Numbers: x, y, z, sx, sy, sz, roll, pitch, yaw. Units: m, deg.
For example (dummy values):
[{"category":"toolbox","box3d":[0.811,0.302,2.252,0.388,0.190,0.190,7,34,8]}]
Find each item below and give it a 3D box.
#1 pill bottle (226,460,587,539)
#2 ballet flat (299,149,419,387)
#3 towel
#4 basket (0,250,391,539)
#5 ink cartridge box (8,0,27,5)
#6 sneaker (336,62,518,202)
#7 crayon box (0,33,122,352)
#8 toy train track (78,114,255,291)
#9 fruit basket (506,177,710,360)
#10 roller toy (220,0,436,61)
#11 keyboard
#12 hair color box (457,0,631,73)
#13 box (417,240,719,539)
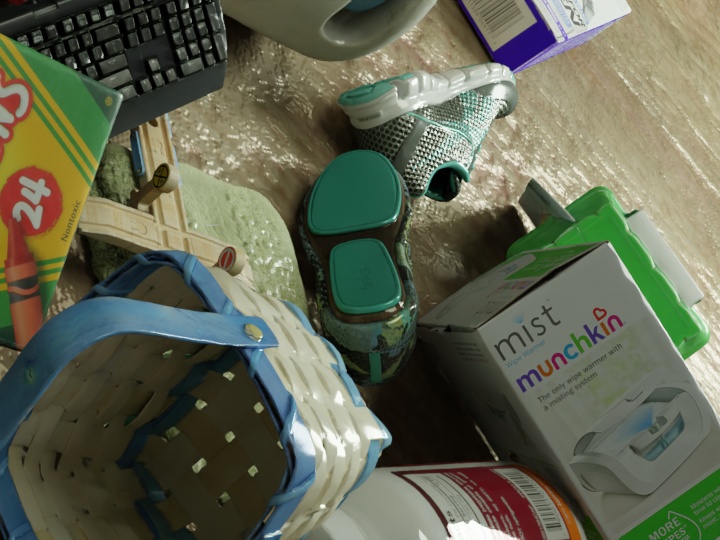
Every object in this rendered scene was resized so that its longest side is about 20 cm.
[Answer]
[{"category":"pill bottle","box3d":[0.023,0.156,0.792,0.200,0.113,0.113,6,59,-52]},{"category":"ballet flat","box3d":[0.000,0.000,0.934,0.074,0.074,0.200,44,23,-23]},{"category":"towel","box3d":[-0.074,0.031,0.831,0.148,0.036,0.201,10,56,-50]},{"category":"basket","box3d":[-0.099,0.081,0.637,0.139,0.176,0.200,52,21,19]},{"category":"ink cartridge box","box3d":[-0.149,-0.241,0.788,0.145,0.200,0.084,34,33,-35]},{"category":"sneaker","box3d":[0.055,-0.094,1.099,0.200,0.077,0.092,-19,95,-54]},{"category":"crayon box","box3d":[-0.207,-0.054,0.647,0.200,0.051,0.127,24,82,-42]},{"category":"toy train track","box3d":[-0.098,-0.055,0.811,0.115,0.033,0.200,20,43,-43]},{"category":"fruit basket","box3d":[0.176,0.014,1.101,0.185,0.094,0.200,55,6,4]},{"category":"roller toy","box3d":[-0.026,-0.232,0.981,0.140,0.200,0.183,22,81,-44]},{"category":"keyboard","box3d":[-0.153,-0.119,0.755,0.200,0.021,0.127,-29,110,-35]},{"category":"hair color box","box3d":[0.157,-0.244,1.357,0.109,0.065,0.200,59,30,0]},{"category":"box","box3d":[0.127,0.081,0.927,0.177,0.097,0.200,58,-6,-2]}]
